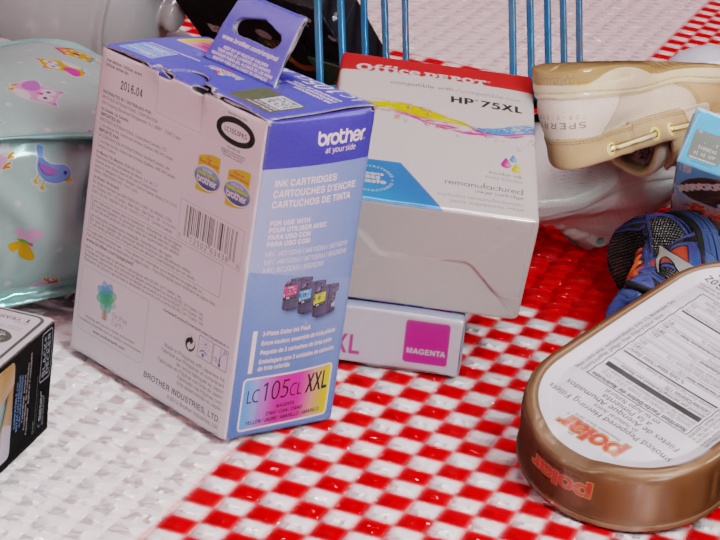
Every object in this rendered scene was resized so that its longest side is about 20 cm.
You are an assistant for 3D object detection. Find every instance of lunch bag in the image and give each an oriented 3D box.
[{"bbox_3d":[-0.183,-0.058,1.238,0.199,0.122,0.170,-10,25,-27],"label":"lunch bag"}]

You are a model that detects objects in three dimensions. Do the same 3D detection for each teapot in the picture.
[{"bbox_3d":[-0.189,-0.201,1.543,0.146,0.198,0.200,21,35,13],"label":"teapot"}]

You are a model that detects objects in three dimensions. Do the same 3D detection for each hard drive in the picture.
[{"bbox_3d":[-0.050,-0.163,1.512,0.139,0.038,0.200,19,-16,25],"label":"hard drive"}]

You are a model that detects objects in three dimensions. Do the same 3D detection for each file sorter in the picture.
[{"bbox_3d":[0.060,-0.165,1.411,0.138,0.123,0.200,-1,3,18],"label":"file sorter"}]

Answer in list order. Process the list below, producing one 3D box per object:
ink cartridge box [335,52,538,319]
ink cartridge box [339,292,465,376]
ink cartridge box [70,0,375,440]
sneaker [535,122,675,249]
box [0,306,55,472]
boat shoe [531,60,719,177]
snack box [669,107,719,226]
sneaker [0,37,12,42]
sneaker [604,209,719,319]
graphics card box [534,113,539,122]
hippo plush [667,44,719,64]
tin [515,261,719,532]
[{"bbox_3d":[0.038,-0.061,1.236,0.116,0.067,0.200,7,34,-3],"label":"ink cartridge box"},{"bbox_3d":[0.000,0.000,1.264,0.119,0.042,0.200,8,19,-1],"label":"ink cartridge box"},{"bbox_3d":[-0.070,-0.034,1.096,0.076,0.201,0.136,-12,28,-42],"label":"ink cartridge box"},{"bbox_3d":[0.135,-0.046,1.369,0.199,0.089,0.075,-11,50,-27],"label":"sneaker"},{"bbox_3d":[-0.227,0.069,0.968,0.116,0.060,0.200,12,20,11],"label":"box"},{"bbox_3d":[0.166,-0.091,1.307,0.074,0.070,0.200,5,8,39],"label":"boat shoe"},{"bbox_3d":[0.242,-0.035,1.286,0.116,0.037,0.200,20,-9,10],"label":"snack box"},{"bbox_3d":[-0.253,-0.103,1.398,0.099,0.071,0.200,-4,27,-40],"label":"sneaker"},{"bbox_3d":[0.172,0.017,1.231,0.078,0.076,0.200,0,20,-11],"label":"sneaker"},{"bbox_3d":[0.025,-0.076,1.413,0.199,0.051,0.125,-2,4,-26],"label":"graphics card box"},{"bbox_3d":[0.270,-0.099,1.432,0.160,0.201,0.159,-4,14,10],"label":"hippo plush"},{"bbox_3d":[0.163,0.057,1.088,0.200,0.042,0.112,-31,43,-33],"label":"tin"}]
